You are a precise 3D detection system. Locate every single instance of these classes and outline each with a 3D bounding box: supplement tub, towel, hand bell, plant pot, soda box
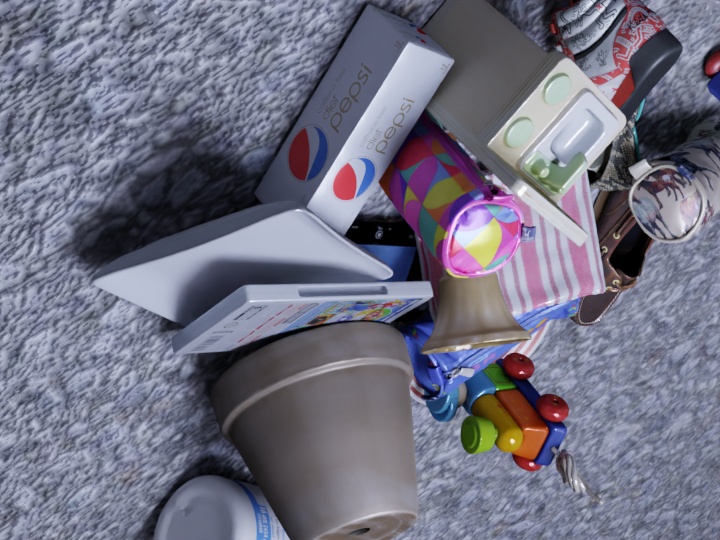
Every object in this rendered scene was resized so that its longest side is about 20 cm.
[{"bbox_3d":[-0.104,0.291,1.527,0.199,0.132,0.132,23,110,-48],"label":"supplement tub"},{"bbox_3d":[0.149,-0.028,1.444,0.199,0.030,0.147,-13,96,-22],"label":"towel"},{"bbox_3d":[0.095,-0.028,1.375,0.103,0.202,0.104,-7,173,-1],"label":"hand bell"},{"bbox_3d":[-0.027,0.171,1.397,0.199,0.174,0.200,-16,157,-7],"label":"plant pot"},{"bbox_3d":[-0.007,-0.122,1.276,0.063,0.068,0.201,12,118,-46],"label":"soda box"}]

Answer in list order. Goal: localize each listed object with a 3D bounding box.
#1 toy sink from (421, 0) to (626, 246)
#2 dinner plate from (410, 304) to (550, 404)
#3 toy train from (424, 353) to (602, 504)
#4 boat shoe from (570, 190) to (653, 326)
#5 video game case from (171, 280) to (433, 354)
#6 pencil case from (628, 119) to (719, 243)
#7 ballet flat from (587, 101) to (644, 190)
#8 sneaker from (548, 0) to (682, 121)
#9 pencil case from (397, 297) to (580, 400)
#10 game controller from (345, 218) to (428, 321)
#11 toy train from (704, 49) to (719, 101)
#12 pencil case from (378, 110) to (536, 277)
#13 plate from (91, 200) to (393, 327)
[{"bbox_3d":[0.144,-0.138,1.282,0.112,0.200,0.130,-48,139,9],"label":"toy sink"},{"bbox_3d":[0.124,0.063,1.587,0.199,0.024,0.201,-23,137,-23],"label":"dinner plate"},{"bbox_3d":[0.156,0.172,1.531,0.115,0.200,0.085,1,125,-33],"label":"toy train"},{"bbox_3d":[0.274,-0.013,1.604,0.070,0.070,0.201,-13,134,-32],"label":"boat shoe"},{"bbox_3d":[-0.053,0.042,1.340,0.199,0.018,0.143,-1,159,-36],"label":"video game case"},{"bbox_3d":[0.341,-0.097,1.518,0.077,0.090,0.200,-20,-173,34],"label":"pencil case"},{"bbox_3d":[0.246,-0.153,1.466,0.075,0.068,0.201,-9,136,-3],"label":"ballet flat"},{"bbox_3d":[0.210,-0.184,1.385,0.067,0.108,0.202,-26,162,-38],"label":"sneaker"},{"bbox_3d":[0.133,0.052,1.501,0.199,0.087,0.078,-30,129,-16],"label":"pencil case"},{"bbox_3d":[0.000,0.000,1.416,0.199,0.042,0.105,1,125,-40],"label":"game controller"},{"bbox_3d":[0.459,-0.232,1.552,0.200,0.085,0.116,-45,151,4],"label":"toy train"},{"bbox_3d":[0.071,-0.073,1.282,0.088,0.200,0.089,-13,124,-19],"label":"pencil case"},{"bbox_3d":[-0.097,-0.005,1.265,0.199,0.033,0.199,-18,157,19],"label":"plate"}]
